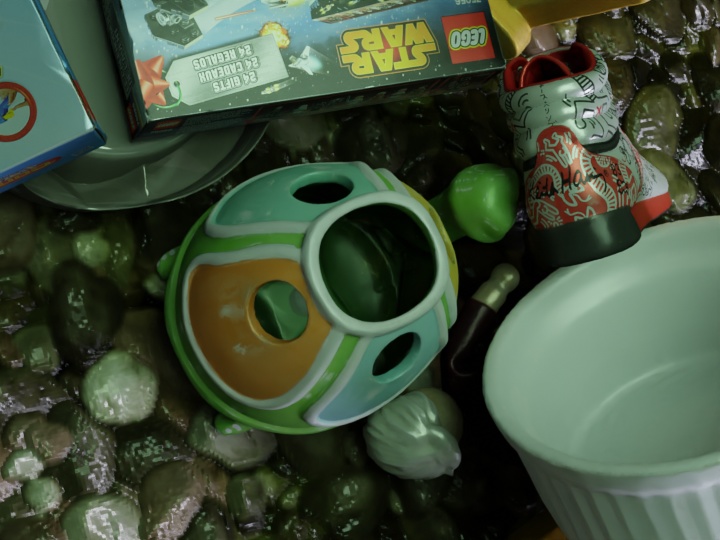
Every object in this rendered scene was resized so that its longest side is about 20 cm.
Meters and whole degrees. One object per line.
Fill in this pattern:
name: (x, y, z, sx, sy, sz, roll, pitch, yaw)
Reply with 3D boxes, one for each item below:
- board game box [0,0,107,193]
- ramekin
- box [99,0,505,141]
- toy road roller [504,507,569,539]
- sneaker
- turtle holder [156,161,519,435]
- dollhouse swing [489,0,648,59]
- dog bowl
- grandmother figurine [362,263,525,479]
board game box: (-0.248, -0.108, 0.763, 0.200, 0.056, 0.196, -25, 89, -4)
ramekin: (0.172, 0.068, 0.853, 0.200, 0.200, 0.098, -43, 126, -29)
box: (-0.035, -0.150, 0.861, 0.200, 0.040, 0.137, -10, 82, -22)
toy road roller: (0.189, 0.160, 0.913, 0.200, 0.146, 0.123, -30, 91, -30)
sneaker: (0.126, -0.074, 0.924, 0.201, 0.067, 0.108, -38, 114, -71)
turtle holder: (-0.002, 0.010, 0.862, 0.185, 0.132, 0.141, 4, 74, -26)
dollhouse swing: (0.111, -0.244, 0.964, 0.182, 0.176, 0.200, 45, 62, -10)
dog bowl: (-0.141, -0.122, 0.867, 0.200, 0.059, 0.200, 8, 73, -26)
grandmother figurine: (0.086, 0.058, 0.940, 0.200, 0.061, 0.121, -30, 100, -28)
